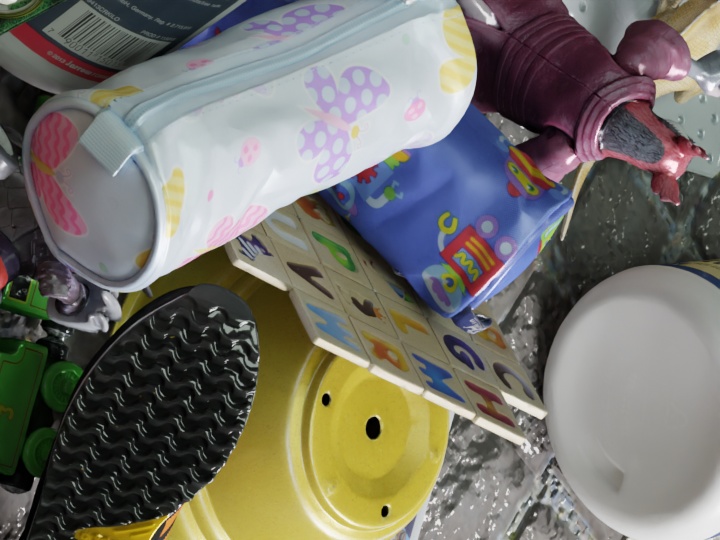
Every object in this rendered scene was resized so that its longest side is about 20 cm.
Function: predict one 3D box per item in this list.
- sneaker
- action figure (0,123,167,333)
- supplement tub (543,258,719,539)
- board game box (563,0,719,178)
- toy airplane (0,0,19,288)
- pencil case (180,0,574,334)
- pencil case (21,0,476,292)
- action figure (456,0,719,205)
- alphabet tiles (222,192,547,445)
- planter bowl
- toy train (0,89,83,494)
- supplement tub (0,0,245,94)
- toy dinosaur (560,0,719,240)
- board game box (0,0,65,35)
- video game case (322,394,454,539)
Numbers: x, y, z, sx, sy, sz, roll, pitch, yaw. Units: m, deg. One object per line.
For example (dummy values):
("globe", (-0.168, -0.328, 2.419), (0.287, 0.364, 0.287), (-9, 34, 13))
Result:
("sneaker", (-0.105, 0.088, 1.241), (0.070, 0.090, 0.201), (23, 102, -11))
("action figure", (-0.164, 0.001, 1.190), (0.200, 0.130, 0.070), (-42, 147, -28))
("supplement tub", (0.210, 0.063, 1.552), (0.200, 0.144, 0.145), (-6, 98, -45))
("board game box", (0.135, -0.165, 1.536), (0.200, 0.026, 0.201), (13, 85, -45))
("toy airplane", (-0.214, -0.089, 1.075), (0.141, 0.198, 0.201), (-80, -178, -80))
("pencil case", (0.002, -0.063, 1.315), (0.200, 0.087, 0.078), (42, 39, 0))
("pencil case", (-0.042, -0.062, 1.184), (0.200, 0.091, 0.083), (-28, 84, -39))
("action figure", (0.088, -0.100, 1.362), (0.134, 0.200, 0.149), (-48, 142, -9))
("alphabet tiles", (0.000, 0.000, 1.307), (0.200, 0.167, 0.006), (28, 114, -39))
("planter bowl", (-0.019, 0.068, 1.331), (0.200, 0.083, 0.201), (-6, 98, -45))
("toy train", (-0.136, -0.004, 1.270), (0.056, 0.042, 0.201), (19, 80, -34))
("supplement tub", (-0.075, -0.173, 1.176), (0.140, 0.200, 0.141), (36, 36, -32))
("toy dinosaur", (0.159, -0.111, 1.493), (0.058, 0.200, 0.101), (45, 22, 5))
("board game box", (-0.149, -0.143, 1.122), (0.105, 0.199, 0.023), (60, 29, -13))
("video game case", (-0.013, 0.026, 1.409), (0.182, 0.023, 0.201), (28, 73, -43))
